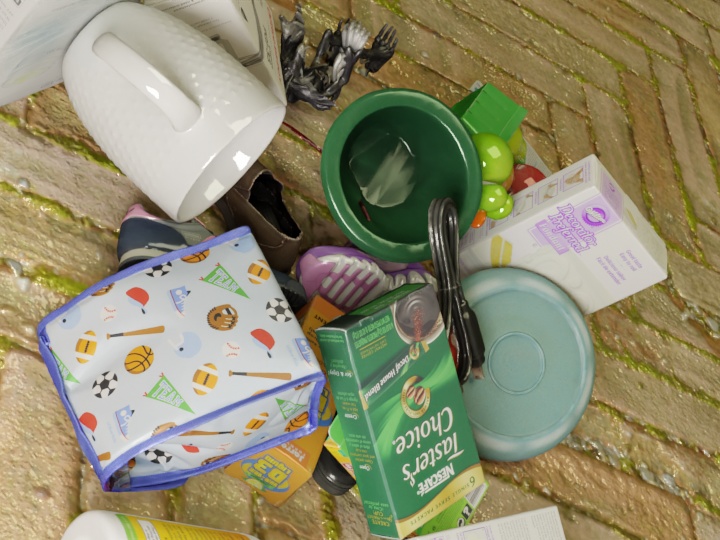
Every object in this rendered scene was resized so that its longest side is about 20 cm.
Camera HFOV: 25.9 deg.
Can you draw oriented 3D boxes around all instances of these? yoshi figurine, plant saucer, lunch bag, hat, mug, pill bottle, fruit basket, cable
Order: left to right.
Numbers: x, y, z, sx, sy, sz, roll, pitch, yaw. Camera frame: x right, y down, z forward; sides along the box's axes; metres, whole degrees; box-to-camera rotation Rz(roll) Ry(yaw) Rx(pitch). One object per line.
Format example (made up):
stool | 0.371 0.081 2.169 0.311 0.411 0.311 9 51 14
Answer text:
mug | -0.182 -0.158 1.410 0.175 0.148 0.200 43 -2 6
lunch bag | -0.154 0.083 1.320 0.200 0.124 0.170 -20 60 -19
pill bottle | -0.131 0.254 1.216 0.200 0.111 0.111 16 47 -34
hat | 0.016 -0.103 1.632 0.165 0.176 0.200 -22 93 -15
yoshi figurine | 0.082 -0.111 1.665 0.200 0.112 0.112 16 21 32
cable | 0.078 0.034 1.519 0.097 0.050 0.200 -33 111 -53
fruit basket | 0.168 -0.112 1.870 0.200 0.094 0.185 56 36 -16
plant saucer | 0.156 0.096 1.611 0.200 0.027 0.201 2 85 -19

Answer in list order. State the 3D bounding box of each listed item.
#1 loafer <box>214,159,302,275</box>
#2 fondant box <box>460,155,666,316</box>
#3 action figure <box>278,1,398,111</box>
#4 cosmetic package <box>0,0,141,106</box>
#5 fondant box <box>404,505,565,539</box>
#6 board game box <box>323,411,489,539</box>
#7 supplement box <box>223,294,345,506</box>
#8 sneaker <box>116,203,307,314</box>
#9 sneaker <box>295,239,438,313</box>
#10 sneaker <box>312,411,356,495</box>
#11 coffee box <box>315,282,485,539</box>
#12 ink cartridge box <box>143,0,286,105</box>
loafer | -0.108 -0.087 1.572 0.073 0.071 0.200 -11 66 -48
fondant box | 0.203 -0.016 1.670 0.144 0.200 0.058 47 31 -27
action figure | -0.044 -0.241 1.739 0.119 0.102 0.200 23 29 21
cosmetic package | -0.302 -0.255 1.428 0.123 0.200 0.199 52 38 2
fondant box | 0.118 0.303 1.433 0.200 0.058 0.145 -3 75 -44
board game box | 0.041 0.174 1.443 0.200 0.030 0.096 53 57 -32
supplement box | -0.058 0.117 1.445 0.066 0.069 0.200 35 42 -14
sneaker | -0.136 -0.011 1.479 0.200 0.070 0.082 19 48 -35
sneaker | 0.000 0.000 1.597 0.200 0.080 0.089 13 42 -50
sneaker | 0.014 0.114 1.485 0.060 0.104 0.200 36 38 -14
coffee box | 0.038 0.123 1.393 0.123 0.044 0.200 -25 107 -41
ink cartridge box | -0.150 -0.267 1.597 0.200 0.083 0.147 61 15 -54
